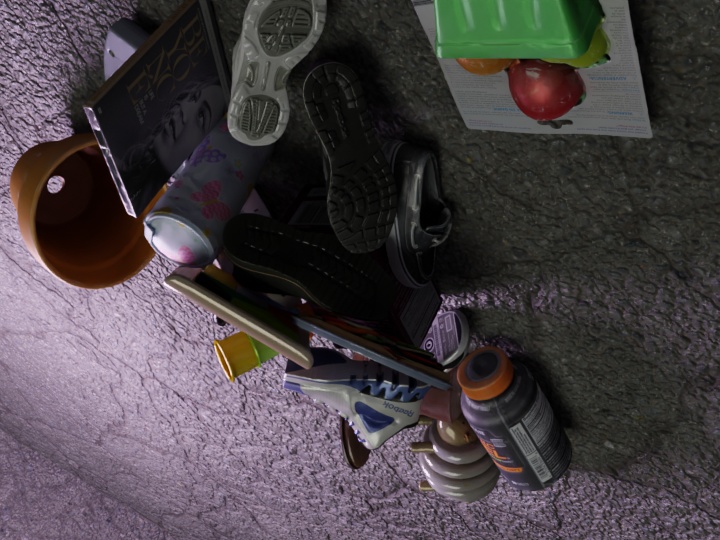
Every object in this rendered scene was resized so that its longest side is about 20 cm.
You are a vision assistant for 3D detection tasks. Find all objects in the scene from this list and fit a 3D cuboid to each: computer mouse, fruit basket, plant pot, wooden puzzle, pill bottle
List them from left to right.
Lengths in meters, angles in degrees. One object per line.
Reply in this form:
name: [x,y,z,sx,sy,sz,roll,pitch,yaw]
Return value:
plant pot: [-0.393,-0.099,1.193,0.182,0.200,0.202,24,151,44]
wooden puzzle: [-0.134,0.041,1.005,0.183,0.038,0.200,31,180,-8]
computer mouse: [0.084,0.120,1.155,0.043,0.112,0.199,20,142,-36]
pill bottle: [0.198,0.191,1.138,0.105,0.107,0.201,-2,133,41]
fruit basket: [0.145,-0.188,0.726,0.182,0.095,0.200,9,156,33]

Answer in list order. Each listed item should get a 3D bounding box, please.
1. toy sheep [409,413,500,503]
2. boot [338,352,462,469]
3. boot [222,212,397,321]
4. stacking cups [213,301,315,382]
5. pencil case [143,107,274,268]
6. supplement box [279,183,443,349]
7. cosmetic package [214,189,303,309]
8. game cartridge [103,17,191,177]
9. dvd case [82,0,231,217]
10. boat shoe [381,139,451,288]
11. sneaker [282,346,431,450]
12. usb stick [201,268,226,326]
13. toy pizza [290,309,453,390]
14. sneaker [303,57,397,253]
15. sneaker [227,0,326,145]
toy sheep: [0.146,0.273,1.267,0.136,0.139,0.202,12,139,27]
boot: [0.067,0.202,1.218,0.197,0.191,0.064,3,178,37]
boot: [-0.059,0.009,0.978,0.197,0.078,0.139,28,161,2]
stacking cups: [-0.092,0.081,1.144,0.061,0.197,0.061,53,156,36]
pencil case: [-0.170,-0.099,0.986,0.090,0.202,0.083,31,142,-14]
supplement box: [0.000,0.000,1.056,0.129,0.104,0.202,3,136,36]
cosmetic package: [-0.147,-0.012,1.146,0.104,0.086,0.202,52,165,43]
game cartridge: [-0.250,-0.205,1.041,0.133,0.042,0.201,41,152,11]
dvd case: [-0.201,-0.176,0.905,0.016,0.201,0.150,18,145,20]
boat shoe: [0.070,-0.055,0.964,0.067,0.072,0.202,14,136,28]
sneaker: [-0.006,0.173,1.111,0.195,0.081,0.117,6,115,5]
usb stick: [-0.223,-0.016,1.187,0.056,0.032,0.202,87,158,-63]
toy pizza: [0.016,0.082,0.963,0.197,0.032,0.200,24,176,2]
sneaker: [-0.010,-0.122,0.899,0.074,0.088,0.204,-12,111,-2]
sneaker: [-0.094,-0.232,0.858,0.077,0.100,0.202,9,130,-25]
